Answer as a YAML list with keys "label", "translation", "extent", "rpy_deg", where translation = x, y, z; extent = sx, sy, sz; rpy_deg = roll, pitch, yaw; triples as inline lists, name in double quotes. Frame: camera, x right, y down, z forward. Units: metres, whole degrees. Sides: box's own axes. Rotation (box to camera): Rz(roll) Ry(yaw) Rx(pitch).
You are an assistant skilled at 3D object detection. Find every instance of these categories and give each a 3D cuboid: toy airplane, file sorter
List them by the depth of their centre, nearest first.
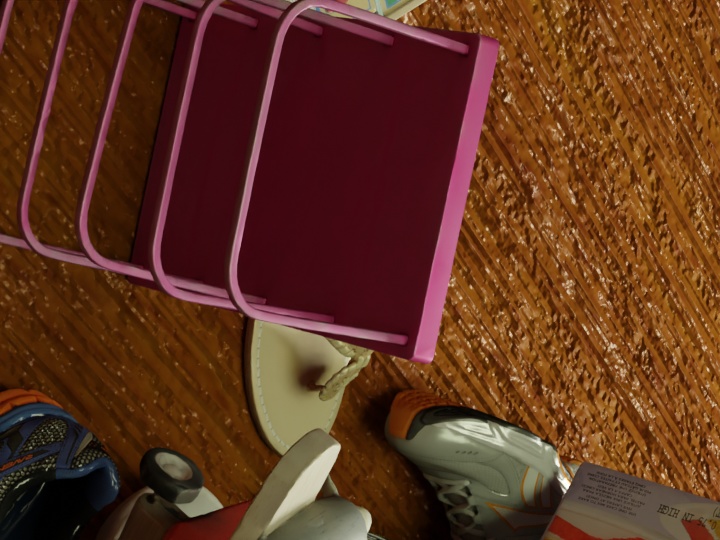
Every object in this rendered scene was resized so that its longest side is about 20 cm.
- label: "toy airplane"
  translation: [-0.067, 0.173, 0.910]
  extent: [0.140, 0.200, 0.200]
  rpy_deg: [29, 68, -1]
- label: "file sorter"
  translation: [-0.065, -0.054, 0.928]
  extent: [0.125, 0.199, 0.140]
  rpy_deg: [12, 91, -45]

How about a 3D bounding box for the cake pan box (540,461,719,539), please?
- label: "cake pan box"
  translation: [0.175, 0.201, 1.123]
  extent: [0.185, 0.198, 0.053]
  rpy_deg: [-53, 152, -42]

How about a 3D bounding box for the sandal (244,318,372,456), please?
- label: "sandal"
  translation: [-0.004, 0.000, 1.098]
  extent: [0.077, 0.069, 0.214]
  rpy_deg: [3, 97, -47]

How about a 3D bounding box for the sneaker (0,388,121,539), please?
- label: "sneaker"
  translation: [-0.178, 0.142, 0.940]
  extent: [0.075, 0.078, 0.201]
  rpy_deg: [47, 65, -41]

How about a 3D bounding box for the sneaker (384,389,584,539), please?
- label: "sneaker"
  translation: [0.076, 0.135, 1.218]
  extent: [0.199, 0.075, 0.093]
  rpy_deg: [30, 82, -45]

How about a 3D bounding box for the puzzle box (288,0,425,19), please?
- label: "puzzle box"
  translation: [-0.016, -0.214, 1.067]
  extent: [0.133, 0.025, 0.202]
  rpy_deg: [-37, 124, -36]

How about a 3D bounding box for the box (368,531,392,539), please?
- label: "box"
  translation: [-0.024, 0.237, 1.155]
  extent: [0.160, 0.044, 0.202]
  rpy_deg: [26, 81, -48]

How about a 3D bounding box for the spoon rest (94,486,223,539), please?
- label: "spoon rest"
  translation: [-0.120, 0.193, 1.028]
  extent: [0.201, 0.060, 0.099]
  rpy_deg: [-58, 134, -19]
